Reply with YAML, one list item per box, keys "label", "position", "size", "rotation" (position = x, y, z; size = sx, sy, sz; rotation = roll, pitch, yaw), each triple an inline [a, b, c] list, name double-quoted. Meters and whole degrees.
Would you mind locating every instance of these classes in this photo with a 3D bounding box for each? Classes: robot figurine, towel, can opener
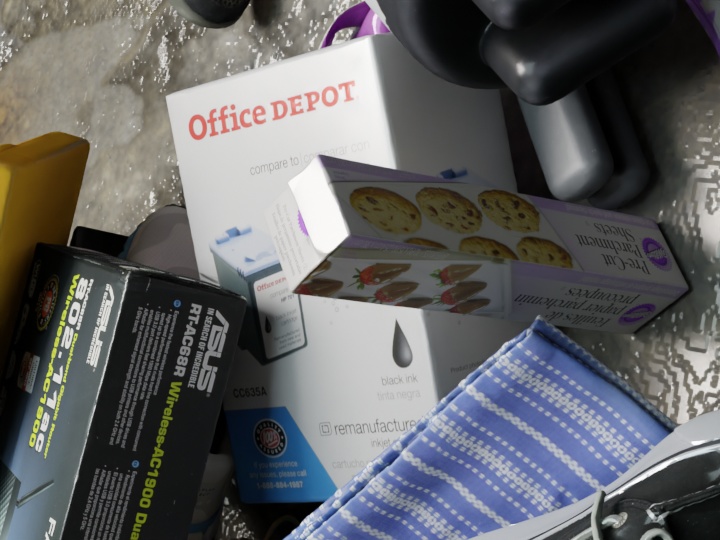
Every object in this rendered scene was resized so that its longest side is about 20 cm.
- label: "robot figurine"
  position: [0.041, -0.152, 0.681]
  size: [0.200, 0.124, 0.151]
  rotation: [55, 137, 41]
- label: "towel"
  position: [0.060, 0.124, 0.712]
  size: [0.200, 0.145, 0.024]
  rotation: [-45, 11, 31]
- label: "can opener"
  position: [0.092, -0.128, 0.774]
  size: [0.067, 0.053, 0.201]
  rotation: [-36, 59, 37]

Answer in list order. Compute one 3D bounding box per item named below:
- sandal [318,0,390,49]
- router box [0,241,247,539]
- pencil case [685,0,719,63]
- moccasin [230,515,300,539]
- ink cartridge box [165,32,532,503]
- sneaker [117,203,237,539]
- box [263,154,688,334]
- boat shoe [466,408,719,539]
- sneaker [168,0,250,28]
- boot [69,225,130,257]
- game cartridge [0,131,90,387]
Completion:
- label: "sandal"
  position: [0.002, -0.099, 0.864]
  size: [0.082, 0.050, 0.204]
  rotation: [41, 112, 43]
- label: "router box"
  position: [-0.130, 0.093, 0.804]
  size: [0.150, 0.062, 0.202]
  rotation: [11, 87, 62]
- label: "pencil case"
  position: [0.143, -0.154, 0.702]
  size: [0.085, 0.084, 0.201]
  rotation: [-28, 55, 0]
- label: "moccasin"
  position: [-0.063, 0.168, 0.872]
  size: [0.201, 0.073, 0.078]
  rotation: [-14, 80, 54]
- label: "ink cartridge box"
  position: [0.000, 0.000, 0.790]
  size: [0.146, 0.086, 0.202]
  rotation: [-10, 93, 45]
- label: "sneaker"
  position: [-0.083, 0.039, 0.884]
  size: [0.087, 0.074, 0.201]
  rotation: [126, 145, -45]
- label: "box"
  position: [0.052, -0.007, 0.686]
  size: [0.039, 0.199, 0.042]
  rotation: [-43, 54, 36]
- label: "boat shoe"
  position: [0.103, 0.115, 0.650]
  size: [0.198, 0.074, 0.068]
  rotation: [-23, 23, 22]
- label: "sneaker"
  position: [-0.056, -0.235, 0.933]
  size: [0.114, 0.076, 0.201]
  rotation: [4, 80, 53]
- label: "boot"
  position: [-0.168, 0.092, 0.989]
  size: [0.165, 0.065, 0.202]
  rotation: [143, 132, -61]
- label: "game cartridge"
  position: [-0.189, 0.020, 0.879]
  size: [0.200, 0.032, 0.178]
  rotation: [-75, 0, -83]
